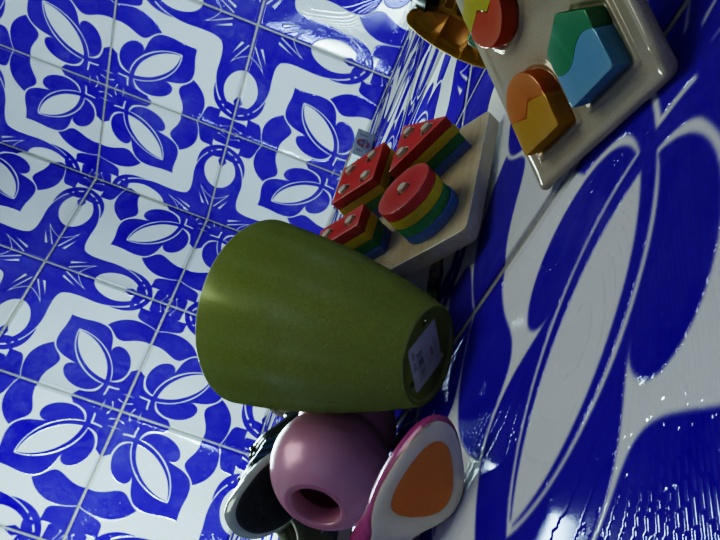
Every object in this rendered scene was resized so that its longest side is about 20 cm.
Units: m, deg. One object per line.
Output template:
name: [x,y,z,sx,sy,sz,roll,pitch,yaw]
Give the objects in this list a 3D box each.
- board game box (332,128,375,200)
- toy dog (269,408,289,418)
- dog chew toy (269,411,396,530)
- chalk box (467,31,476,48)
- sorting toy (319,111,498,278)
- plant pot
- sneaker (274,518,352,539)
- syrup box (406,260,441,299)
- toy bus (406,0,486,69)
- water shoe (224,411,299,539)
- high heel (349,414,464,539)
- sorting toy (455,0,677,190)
board game box: [-0.021,-0.329,2.686,0.148,0.064,0.201,-78,10,-48]
toy dog: [-0.047,0.111,1.015,0.200,0.096,0.133,118,171,-66]
dog chew toy: [-0.017,0.170,0.882,0.201,0.124,0.125,-65,0,-50]
chalk box: [0.157,-0.283,0.722,0.124,0.123,0.202,-98,28,-78]
sorting toy: [0.043,-0.082,0.916,0.198,0.070,0.201,-29,30,37]
plant pot: [-0.020,0.060,0.792,0.187,0.199,0.189,-24,-60,-51]
sneaker: [-0.056,0.269,0.932,0.067,0.089,0.201,116,165,-50]
syrup box: [0.044,0.011,0.987,0.201,0.078,0.082,-77,9,-47]
toy bus: [0.164,-0.365,0.991,0.201,0.135,0.192,-64,-7,33]
water shoe: [-0.093,0.222,0.924,0.078,0.072,0.200,-18,15,38]
high heel: [0.031,0.176,0.661,0.096,0.067,0.202,-104,20,-61]
sorting toy: [0.125,-0.172,0.590,0.200,0.036,0.187,122,128,-70]
